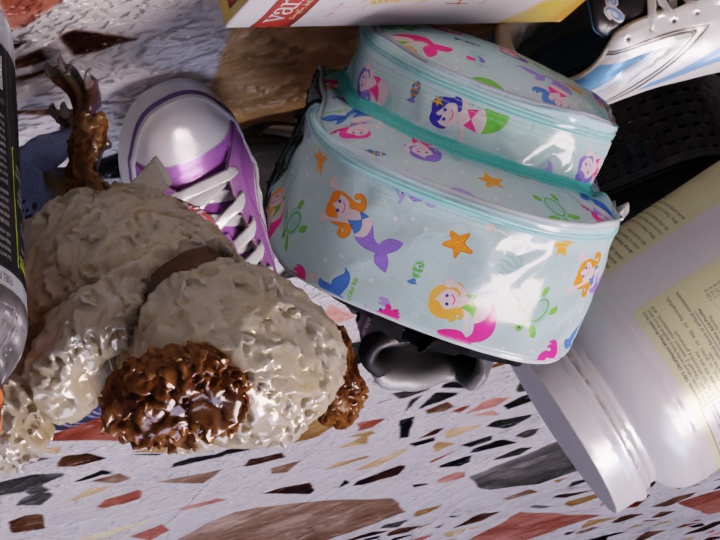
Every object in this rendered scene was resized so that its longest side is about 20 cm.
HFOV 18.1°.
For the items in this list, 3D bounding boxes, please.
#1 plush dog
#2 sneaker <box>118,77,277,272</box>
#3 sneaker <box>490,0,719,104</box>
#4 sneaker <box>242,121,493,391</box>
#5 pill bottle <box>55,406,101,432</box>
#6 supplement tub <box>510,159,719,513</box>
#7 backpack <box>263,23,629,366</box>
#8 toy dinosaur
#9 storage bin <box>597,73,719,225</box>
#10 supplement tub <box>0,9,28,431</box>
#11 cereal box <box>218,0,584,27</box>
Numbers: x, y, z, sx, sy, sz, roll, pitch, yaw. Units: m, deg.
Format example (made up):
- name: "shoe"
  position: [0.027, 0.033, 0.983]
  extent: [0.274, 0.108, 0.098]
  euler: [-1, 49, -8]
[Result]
- name: "plush dog"
  position: [-0.082, 0.026, 1.044]
  extent: [0.171, 0.161, 0.200]
  euler: [25, -161, 31]
- name: "sneaker"
  position: [-0.066, -0.004, 1.221]
  extent: [0.072, 0.114, 0.201]
  euler: [-26, 129, -13]
- name: "sneaker"
  position: [0.163, -0.138, 1.198]
  extent: [0.199, 0.072, 0.072]
  euler: [-23, 155, 14]
- name: "sneaker"
  position: [0.000, 0.000, 1.271]
  extent: [0.199, 0.116, 0.075]
  euler: [31, 125, -7]
- name: "pill bottle"
  position: [-0.172, 0.036, 1.381]
  extent: [0.199, 0.112, 0.111]
  euler: [-21, 163, 16]
- name: "supplement tub"
  position: [0.190, 0.029, 1.253]
  extent: [0.200, 0.145, 0.145]
  euler: [-33, 164, -3]
- name: "backpack"
  position: [0.045, -0.038, 1.130]
  extent: [0.177, 0.151, 0.200]
  euler: [20, -160, -4]
- name: "toy dinosaur"
  position: [-0.189, -0.020, 1.104]
  extent: [0.182, 0.200, 0.105]
  euler: [-54, -177, -22]
- name: "storage bin"
  position: [0.130, -0.064, 1.369]
  extent: [0.199, 0.094, 0.135]
  euler: [-23, 163, 22]
- name: "supplement tub"
  position: [-0.206, -0.022, 0.969]
  extent: [0.122, 0.201, 0.123]
  euler: [-6, 155, -3]
- name: "cereal box"
  position: [0.047, -0.161, 1.059]
  extent: [0.199, 0.040, 0.144]
  euler: [-6, 162, -31]
